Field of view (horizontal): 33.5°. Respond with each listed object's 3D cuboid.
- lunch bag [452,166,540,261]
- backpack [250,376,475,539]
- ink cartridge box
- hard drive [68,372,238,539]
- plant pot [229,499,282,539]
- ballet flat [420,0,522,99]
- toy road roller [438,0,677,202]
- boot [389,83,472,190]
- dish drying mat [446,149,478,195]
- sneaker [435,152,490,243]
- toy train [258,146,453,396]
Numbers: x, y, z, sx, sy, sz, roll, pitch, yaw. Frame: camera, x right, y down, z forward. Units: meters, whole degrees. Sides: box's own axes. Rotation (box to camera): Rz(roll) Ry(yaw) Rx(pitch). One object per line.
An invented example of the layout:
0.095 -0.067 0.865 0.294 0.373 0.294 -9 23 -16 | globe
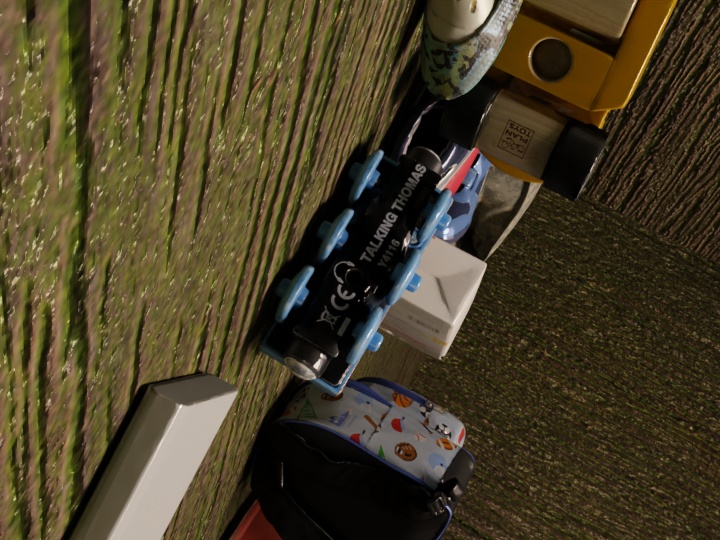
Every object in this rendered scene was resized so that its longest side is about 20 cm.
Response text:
0.159 -0.117 1.421 0.164 0.117 0.201 -55 165 -50 | lunch bag
-0.002 0.189 1.143 0.201 0.190 0.154 -62 179 38 | backpack
0.046 0.018 1.135 0.068 0.116 0.200 -60 173 -13 | ink cartridge box
-0.141 0.157 0.700 0.201 0.026 0.132 -63 173 2 | hard drive
-0.063 0.368 1.282 0.201 0.194 0.201 -61 172 -14 | plant pot
0.083 -0.214 0.805 0.201 0.074 0.074 -65 172 9 | ballet flat
0.153 -0.163 0.909 0.201 0.122 0.146 -68 169 25 | toy road roller
0.088 -0.145 0.993 0.201 0.072 0.090 -61 178 -5 | boot
0.103 -0.163 1.110 0.076 0.018 0.201 11 113 -37 | dish drying mat
0.099 -0.114 1.212 0.082 0.074 0.201 99 14 -55 | sneaker
0.000 0.000 0.889 0.201 0.086 0.114 -60 178 -20 | toy train
